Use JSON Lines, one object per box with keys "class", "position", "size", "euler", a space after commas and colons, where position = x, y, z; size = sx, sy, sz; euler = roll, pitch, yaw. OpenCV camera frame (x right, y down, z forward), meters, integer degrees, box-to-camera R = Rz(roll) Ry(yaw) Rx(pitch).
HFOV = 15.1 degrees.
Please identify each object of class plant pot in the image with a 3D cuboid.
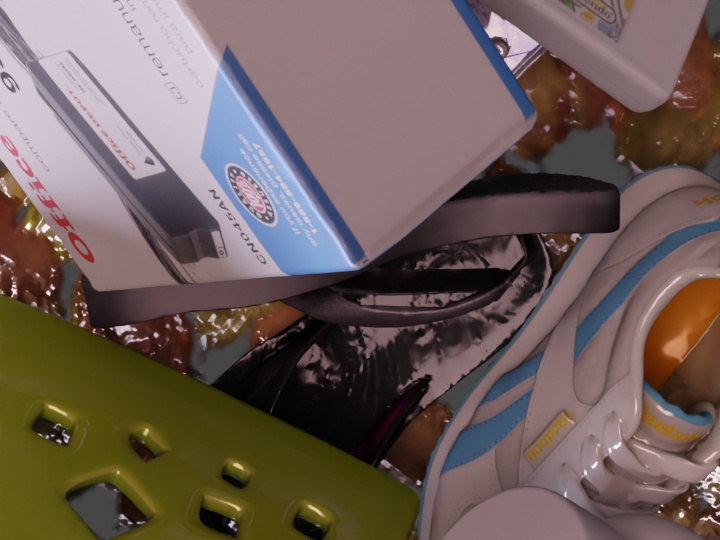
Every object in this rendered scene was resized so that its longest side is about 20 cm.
{"class": "plant pot", "position": [-0.113, 0.154, 0.947], "size": [0.199, 0.182, 0.200], "euler": [24, 117, 0]}

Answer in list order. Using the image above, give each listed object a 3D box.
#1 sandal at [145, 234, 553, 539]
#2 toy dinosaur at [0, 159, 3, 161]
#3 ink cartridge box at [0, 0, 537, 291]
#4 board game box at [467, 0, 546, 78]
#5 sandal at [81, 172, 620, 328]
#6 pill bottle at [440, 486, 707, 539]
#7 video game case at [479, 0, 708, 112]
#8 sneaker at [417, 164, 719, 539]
{"class": "sandal", "position": [-0.011, 0.049, 1.015], "size": [0.075, 0.048, 0.201], "euler": [42, 98, -3]}
{"class": "toy dinosaur", "position": [-0.146, -0.065, 0.984], "size": [0.199, 0.060, 0.107], "euler": [2, 107, 12]}
{"class": "ink cartridge box", "position": [-0.057, -0.075, 0.863], "size": [0.084, 0.200, 0.145], "euler": [-40, 106, -24]}
{"class": "board game box", "position": [-0.023, -0.131, 1.001], "size": [0.200, 0.026, 0.200], "euler": [-44, 93, 9]}
{"class": "sandal", "position": [0.000, 0.000, 0.974], "size": [0.199, 0.076, 0.043], "euler": [-12, 96, 16]}
{"class": "pill bottle", "position": [0.112, 0.154, 0.949], "size": [0.200, 0.112, 0.112], "euler": [35, 101, -34]}
{"class": "video game case", "position": [0.055, -0.180, 0.911], "size": [0.200, 0.023, 0.183], "euler": [33, 64, -20]}
{"class": "sneaker", "position": [0.086, 0.061, 0.985], "size": [0.076, 0.081, 0.201], "euler": [22, 102, -24]}
